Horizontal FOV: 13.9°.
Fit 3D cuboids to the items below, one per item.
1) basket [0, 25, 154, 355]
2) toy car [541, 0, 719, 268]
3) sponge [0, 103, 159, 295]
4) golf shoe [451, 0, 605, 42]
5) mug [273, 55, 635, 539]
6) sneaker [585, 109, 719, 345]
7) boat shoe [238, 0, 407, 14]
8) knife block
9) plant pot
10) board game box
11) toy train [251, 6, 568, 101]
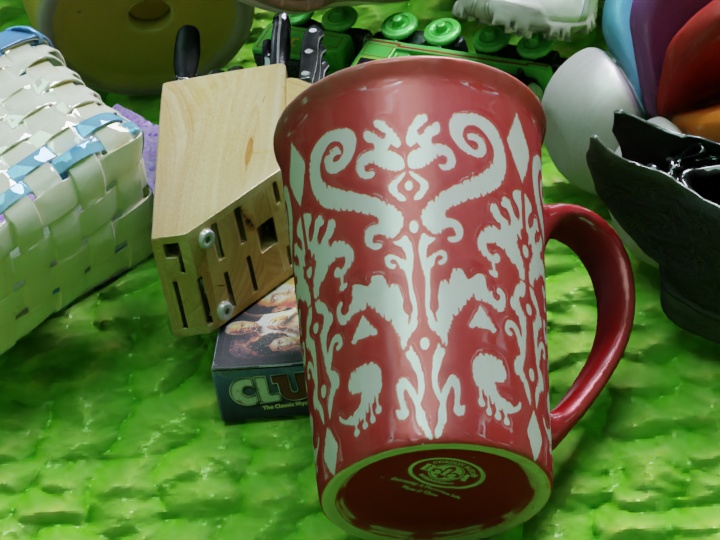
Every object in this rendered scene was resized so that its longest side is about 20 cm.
[{"bbox_3d":[-0.220,-0.050,1.540,0.176,0.139,0.200,-34,55,-30],"label":"basket"},{"bbox_3d":[0.193,-0.104,1.548,0.175,0.150,0.200,-20,35,-12],"label":"toy car"},{"bbox_3d":[-0.176,-0.023,1.644,0.200,0.030,0.111,-32,40,-27],"label":"sponge"},{"bbox_3d":[0.117,-0.187,1.688,0.078,0.097,0.200,16,22,28],"label":"golf shoe"},{"bbox_3d":[0.050,0.017,1.395,0.177,0.134,0.200,-1,59,-3],"label":"mug"},{"bbox_3d":[0.205,-0.007,1.431,0.200,0.104,0.060,19,45,26],"label":"sneaker"},{"bbox_3d":[-0.045,-0.179,1.688,0.065,0.072,0.200,-5,-1,39],"label":"boat shoe"},{"bbox_3d":[-0.080,-0.062,1.582,0.175,0.064,0.200,22,47,40],"label":"knife block"},{"bbox_3d":[-0.138,-0.214,1.783,0.200,0.201,0.189,-11,51,0],"label":"plant pot"},{"bbox_3d":[0.000,0.000,1.556,0.135,0.035,0.200,-6,35,8],"label":"board game box"},{"bbox_3d":[0.027,-0.119,1.717,0.200,0.042,0.056,11,50,28],"label":"toy train"}]
